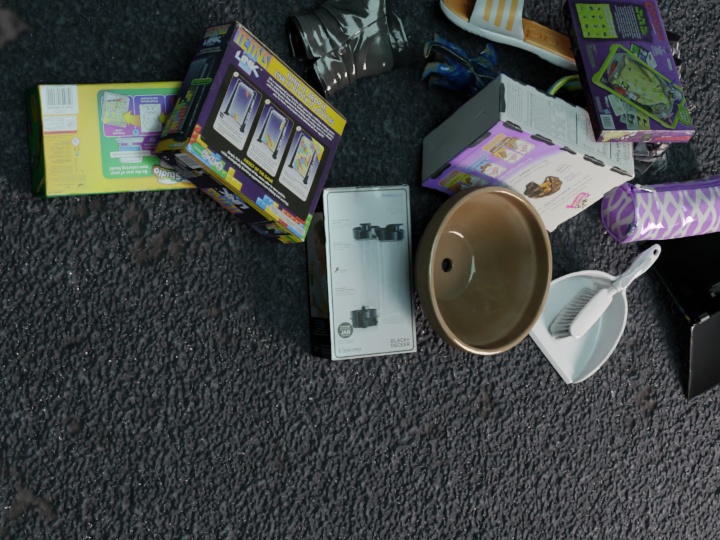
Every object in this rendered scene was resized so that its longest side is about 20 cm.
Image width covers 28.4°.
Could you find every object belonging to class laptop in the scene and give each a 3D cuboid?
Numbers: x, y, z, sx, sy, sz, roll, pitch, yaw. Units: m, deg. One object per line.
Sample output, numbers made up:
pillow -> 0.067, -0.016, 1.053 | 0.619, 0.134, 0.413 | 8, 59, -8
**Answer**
laptop -> 0.486, 0.038, 1.948 | 0.187, 0.116, 0.200 | -24, 73, -24

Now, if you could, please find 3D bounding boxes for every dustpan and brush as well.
dustpan and brush -> 0.310, 0.035, 1.833 | 0.200, 0.057, 0.140 | -45, 109, -18

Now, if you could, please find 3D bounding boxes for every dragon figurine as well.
dragon figurine -> 0.129, -0.240, 1.694 | 0.099, 0.200, 0.059 | 14, 81, 12

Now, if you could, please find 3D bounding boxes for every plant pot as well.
plant pot -> 0.130, -0.002, 1.716 | 0.200, 0.093, 0.202 | -4, 96, -38

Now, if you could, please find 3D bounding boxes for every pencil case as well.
pencil case -> 0.410, -0.087, 1.864 | 0.199, 0.084, 0.086 | -7, 124, -27

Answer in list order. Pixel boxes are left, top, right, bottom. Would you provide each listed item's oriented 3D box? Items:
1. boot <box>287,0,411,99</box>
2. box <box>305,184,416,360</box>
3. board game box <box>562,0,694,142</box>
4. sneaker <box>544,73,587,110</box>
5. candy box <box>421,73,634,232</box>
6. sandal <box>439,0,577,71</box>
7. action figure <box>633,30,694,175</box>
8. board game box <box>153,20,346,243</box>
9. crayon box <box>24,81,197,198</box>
boot -> -0.028, -0.310, 1.657 | 0.131, 0.070, 0.201 | -21, 96, -19
box -> 0.000, 0.000, 1.680 | 0.116, 0.060, 0.201 | -5, 94, -26
board game box -> 0.318, -0.241, 1.700 | 0.119, 0.032, 0.201 | -3, 60, -9
sneaker -> 0.291, -0.215, 1.774 | 0.200, 0.131, 0.080 | -31, 89, -22
candy box -> 0.200, -0.136, 1.710 | 0.199, 0.168, 0.072 | 19, 58, -26
sandal -> 0.198, -0.309, 1.733 | 0.206, 0.079, 0.059 | 20, 126, -7
action figure -> 0.384, -0.203, 1.825 | 0.201, 0.069, 0.130 | 79, 30, -42
board game box -> -0.117, -0.149, 1.573 | 0.200, 0.057, 0.166 | 39, 60, -40
crayon box -> -0.257, -0.144, 1.550 | 0.199, 0.058, 0.119 | -5, 94, -26
